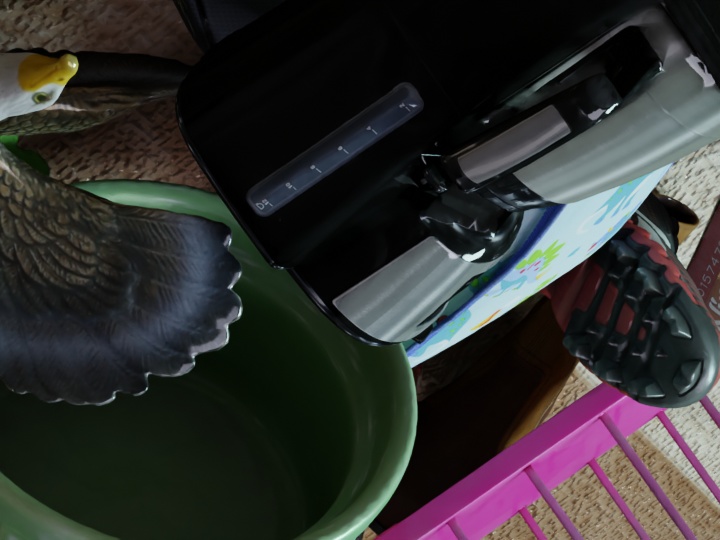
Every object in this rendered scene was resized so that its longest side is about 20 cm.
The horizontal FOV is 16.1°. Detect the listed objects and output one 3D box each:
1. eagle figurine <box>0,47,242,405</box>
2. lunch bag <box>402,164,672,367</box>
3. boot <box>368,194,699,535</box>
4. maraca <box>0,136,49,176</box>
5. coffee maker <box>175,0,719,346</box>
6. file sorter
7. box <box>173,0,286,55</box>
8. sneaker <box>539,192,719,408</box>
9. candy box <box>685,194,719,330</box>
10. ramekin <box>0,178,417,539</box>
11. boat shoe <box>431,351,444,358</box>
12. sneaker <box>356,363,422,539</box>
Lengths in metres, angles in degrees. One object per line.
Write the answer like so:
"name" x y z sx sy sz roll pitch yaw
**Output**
"eagle figurine" -0.143 -0.050 0.944 0.200 0.151 0.152 34 85 -42
"lunch bag" 0.056 -0.043 1.108 0.170 0.127 0.201 -28 152 -56
"boot" 0.090 0.053 1.362 0.200 0.069 0.188 -49 163 30
"maraca" -0.209 0.002 1.052 0.137 0.107 0.201 19 110 -44
"coffee maker" 0.037 -0.097 0.938 0.199 0.193 0.134 -31 164 31
"file sorter" 0.111 0.151 1.291 0.199 0.126 0.139 -34 167 -6
"box" 0.005 -0.186 1.000 0.199 0.051 0.158 -24 141 -9
"sneaker" 0.128 0.001 1.237 0.097 0.200 0.071 11 113 -36
"candy box" 0.233 -0.054 1.298 0.200 0.056 0.117 -48 164 -40
"ramekin" -0.085 0.067 1.012 0.199 0.201 0.098 -11 141 -29
"boat shoe" 0.000 0.000 1.266 0.200 0.065 0.073 20 79 -68
"sneaker" -0.024 0.099 1.293 0.200 0.077 0.083 -60 162 -47
